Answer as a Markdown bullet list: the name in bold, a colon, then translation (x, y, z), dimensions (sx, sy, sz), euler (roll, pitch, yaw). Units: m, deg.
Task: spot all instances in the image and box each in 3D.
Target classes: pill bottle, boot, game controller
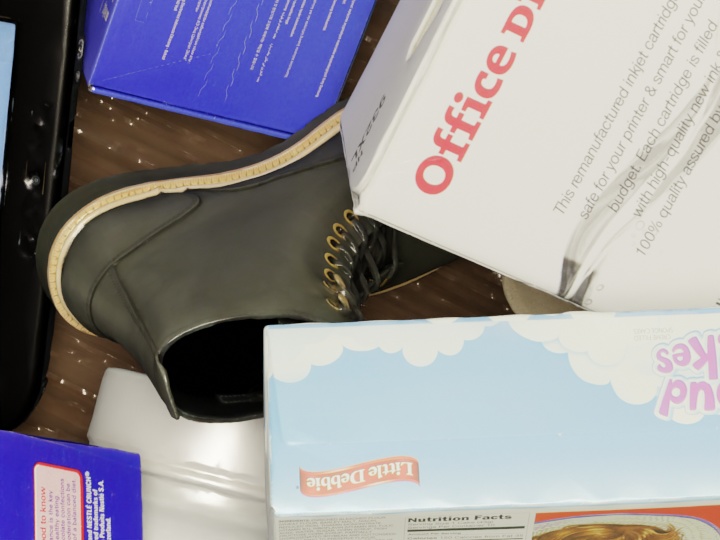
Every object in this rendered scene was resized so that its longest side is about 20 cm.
- **pill bottle**: translation (-0.069, 0.142, 0.993), dimensions (0.113, 0.114, 0.201), euler (13, 85, 2)
- **boot**: translation (0.000, 0.000, 0.975), dimensions (0.199, 0.138, 0.078), euler (-20, 115, -14)
- **game controller**: translation (-0.156, -0.041, 1.022), dimensions (0.104, 0.042, 0.201), euler (9, 101, 8)

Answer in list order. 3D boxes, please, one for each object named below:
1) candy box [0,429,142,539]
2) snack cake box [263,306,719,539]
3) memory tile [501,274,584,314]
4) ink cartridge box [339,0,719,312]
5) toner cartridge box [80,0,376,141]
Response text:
- **candy box**: translation (-0.166, 0.156, 0.946), dimensions (0.199, 0.077, 0.170), euler (-18, 67, 39)
- **snack cake box**: translation (0.069, 0.067, 0.890), dimensions (0.199, 0.115, 0.068), euler (-2, 60, -2)
- **memory tile**: translation (0.164, -0.017, 1.009), dimensions (0.199, 0.017, 0.154), euler (23, 108, -12)
- **ink cartridge box**: translation (0.112, -0.058, 0.934), dimensions (0.199, 0.084, 0.146), euler (23, 109, -14)
- **toner cartridge box**: translation (-0.027, -0.150, 0.996), dimensions (0.094, 0.043, 0.201), euler (12, 115, -22)
